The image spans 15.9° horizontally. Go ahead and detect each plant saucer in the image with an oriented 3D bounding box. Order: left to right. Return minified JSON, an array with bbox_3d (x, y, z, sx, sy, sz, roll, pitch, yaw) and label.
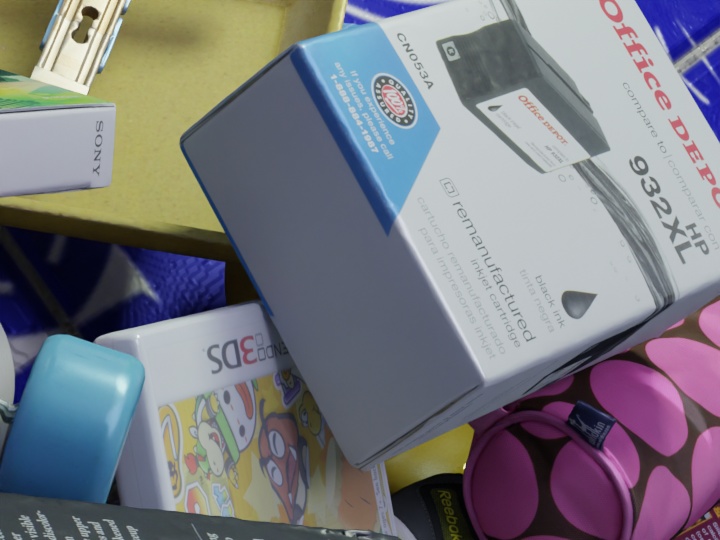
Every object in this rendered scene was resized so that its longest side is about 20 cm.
[{"bbox_3d":[-0.112,-0.082,1.075,0.200,0.048,0.200,10,50,1],"label":"plant saucer"}]

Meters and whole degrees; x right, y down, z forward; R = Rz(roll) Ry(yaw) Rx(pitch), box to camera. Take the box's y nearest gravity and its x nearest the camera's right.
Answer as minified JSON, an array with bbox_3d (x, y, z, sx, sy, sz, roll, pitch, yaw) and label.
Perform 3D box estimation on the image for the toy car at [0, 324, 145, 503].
[{"bbox_3d":[-0.177,0.063,0.903,0.184,0.177,0.200,17,8,-2],"label":"toy car"}]

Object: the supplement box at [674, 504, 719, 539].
[{"bbox_3d":[0.147,0.147,1.206,0.200,0.086,0.110,-19,77,-50],"label":"supplement box"}]

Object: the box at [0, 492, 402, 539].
[{"bbox_3d":[-0.077,0.156,0.771,0.200,0.148,0.104,8,22,-26],"label":"box"}]

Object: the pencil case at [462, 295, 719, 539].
[{"bbox_3d":[0.125,0.065,1.114,0.094,0.091,0.200,48,34,13],"label":"pencil case"}]

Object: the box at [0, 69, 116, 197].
[{"bbox_3d":[-0.206,-0.061,0.921,0.144,0.200,0.036,-9,113,-49],"label":"box"}]

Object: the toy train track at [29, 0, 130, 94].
[{"bbox_3d":[-0.098,-0.136,1.058,0.115,0.033,0.200,22,54,-7],"label":"toy train track"}]

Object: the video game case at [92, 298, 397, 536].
[{"bbox_3d":[-0.030,0.111,0.961,0.182,0.023,0.200,-13,93,-65],"label":"video game case"}]

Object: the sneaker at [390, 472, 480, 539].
[{"bbox_3d":[0.068,0.173,1.091,0.085,0.074,0.200,-34,96,-31],"label":"sneaker"}]

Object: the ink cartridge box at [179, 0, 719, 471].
[{"bbox_3d":[0.051,-0.028,1.004,0.200,0.084,0.145,-21,78,-46],"label":"ink cartridge box"}]

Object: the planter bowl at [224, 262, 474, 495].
[{"bbox_3d":[0.000,0.000,1.132,0.200,0.083,0.200,-16,111,-48],"label":"planter bowl"}]

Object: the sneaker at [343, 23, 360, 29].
[{"bbox_3d":[0.041,-0.064,1.233,0.200,0.076,0.105,30,36,-7],"label":"sneaker"}]
